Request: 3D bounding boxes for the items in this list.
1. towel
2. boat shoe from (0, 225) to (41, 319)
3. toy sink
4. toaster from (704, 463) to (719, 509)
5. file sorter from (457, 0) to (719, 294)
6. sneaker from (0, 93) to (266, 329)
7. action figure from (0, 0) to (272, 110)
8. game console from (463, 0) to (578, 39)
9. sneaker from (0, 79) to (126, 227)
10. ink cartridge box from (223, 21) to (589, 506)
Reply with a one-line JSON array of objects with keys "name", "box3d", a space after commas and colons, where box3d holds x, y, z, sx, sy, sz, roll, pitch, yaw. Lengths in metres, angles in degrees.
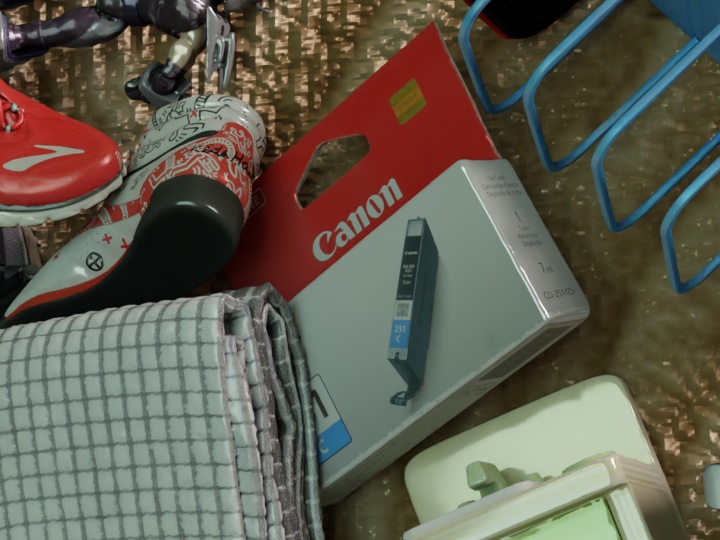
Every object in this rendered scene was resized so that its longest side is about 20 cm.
[{"name": "towel", "box3d": [-0.101, 0.116, 1.116, 0.165, 0.085, 0.201, -8, 90, 29]}, {"name": "boat shoe", "box3d": [-0.248, -0.070, 1.225, 0.074, 0.093, 0.201, -32, 72, 12]}, {"name": "toy sink", "box3d": [0.094, 0.157, 1.054, 0.130, 0.112, 0.201, -24, 74, 14]}, {"name": "toaster", "box3d": [0.260, 0.090, 0.987, 0.199, 0.129, 0.114, -8, 80, 18]}, {"name": "file sorter", "box3d": [0.158, -0.076, 1.042, 0.123, 0.139, 0.200, -43, 70, -4]}, {"name": "sneaker", "box3d": [-0.123, -0.017, 1.191, 0.201, 0.067, 0.108, -37, 27, 39]}, {"name": "action figure", "box3d": [-0.141, -0.152, 1.215, 0.199, 0.069, 0.131, -5, 73, 7]}, {"name": "game console", "box3d": [0.109, -0.195, 1.058, 0.177, 0.200, 0.031, -42, 71, 9]}, {"name": "sneaker", "box3d": [-0.218, -0.089, 1.147, 0.199, 0.085, 0.077, 21, 45, 12]}, {"name": "ink cartridge box", "box3d": [0.000, 0.000, 1.113, 0.200, 0.045, 0.177, -39, 69, 34]}]
